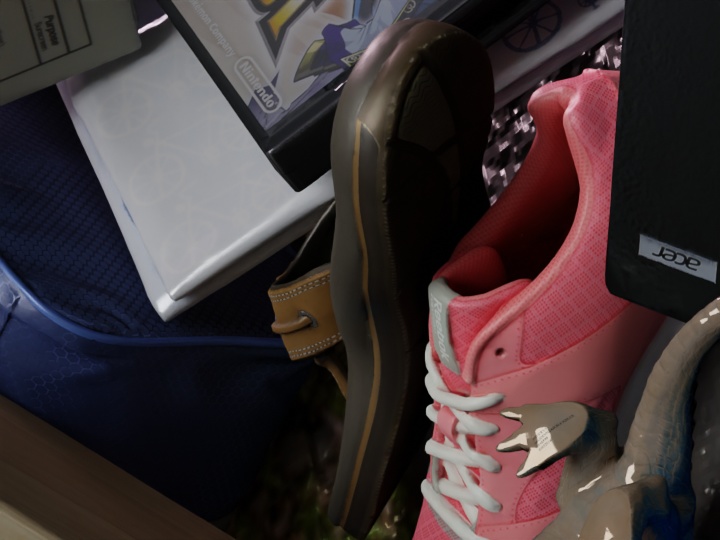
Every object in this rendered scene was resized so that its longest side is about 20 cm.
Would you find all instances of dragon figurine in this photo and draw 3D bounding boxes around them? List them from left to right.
[{"bbox_3d":[0.073,0.078,0.792,0.059,0.099,0.200,43,107,40],"label":"dragon figurine"}]

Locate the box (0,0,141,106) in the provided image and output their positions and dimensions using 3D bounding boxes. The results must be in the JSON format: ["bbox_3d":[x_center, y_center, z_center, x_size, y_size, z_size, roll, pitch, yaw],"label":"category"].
[{"bbox_3d":[-0.184,-0.106,0.899,0.109,0.199,0.128,56,164,41],"label":"box"}]

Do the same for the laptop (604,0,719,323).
[{"bbox_3d":[0.167,-0.073,0.738,0.177,0.103,0.200,21,71,30],"label":"laptop"}]

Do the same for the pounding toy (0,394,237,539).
[{"bbox_3d":[-0.141,0.135,0.869,0.184,0.142,0.201,30,99,11],"label":"pounding toy"}]

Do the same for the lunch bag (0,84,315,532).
[{"bbox_3d":[-0.119,0.014,0.989,0.200,0.135,0.133,51,123,39],"label":"lunch bag"}]

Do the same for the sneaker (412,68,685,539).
[{"bbox_3d":[0.043,0.030,0.841,0.074,0.087,0.201,38,109,49],"label":"sneaker"}]

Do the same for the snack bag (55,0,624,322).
[{"bbox_3d":[-0.019,-0.105,0.939,0.188,0.021,0.200,-33,53,7],"label":"snack bag"}]

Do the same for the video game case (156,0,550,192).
[{"bbox_3d":[0.007,-0.141,0.916,0.180,0.026,0.200,-37,47,2],"label":"video game case"}]

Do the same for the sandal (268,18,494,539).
[{"bbox_3d":[0.000,0.000,0.854,0.054,0.200,0.082,22,59,17],"label":"sandal"}]
